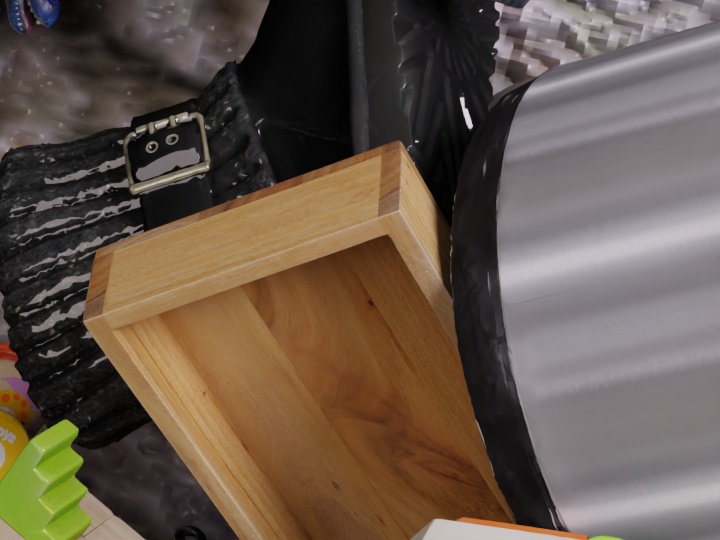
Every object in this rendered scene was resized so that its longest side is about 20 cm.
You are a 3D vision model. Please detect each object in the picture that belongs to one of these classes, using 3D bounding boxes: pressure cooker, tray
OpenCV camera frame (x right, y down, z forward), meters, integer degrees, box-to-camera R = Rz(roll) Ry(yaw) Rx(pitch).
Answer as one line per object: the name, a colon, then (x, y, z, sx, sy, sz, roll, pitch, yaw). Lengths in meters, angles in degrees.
pressure cooker: (0.144, 0.005, 0.663, 0.199, 0.176, 0.179, -14, 122, 27)
tray: (0.010, 0.058, 0.720, 0.098, 0.200, 0.037, -19, 37, 17)

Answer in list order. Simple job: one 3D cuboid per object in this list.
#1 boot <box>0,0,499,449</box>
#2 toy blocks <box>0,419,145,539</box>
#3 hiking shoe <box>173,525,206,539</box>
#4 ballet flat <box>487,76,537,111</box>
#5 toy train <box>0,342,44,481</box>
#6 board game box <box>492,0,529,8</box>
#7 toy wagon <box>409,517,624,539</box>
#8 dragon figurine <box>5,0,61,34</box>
boot: (-0.040, -0.054, 0.780, 0.157, 0.079, 0.212, -20, 48, 25)
toy blocks: (-0.090, 0.162, 0.713, 0.137, 0.100, 0.200, 39, 108, 7)
hiking shoe: (-0.090, 0.189, 0.802, 0.087, 0.074, 0.200, 40, 88, 29)
ballet flat: (0.000, 0.000, 0.801, 0.200, 0.046, 0.068, -29, 46, 16)
toy train: (-0.163, 0.038, 0.821, 0.200, 0.150, 0.056, 33, 71, 13)
board game box: (0.032, -0.189, 0.699, 0.199, 0.062, 0.201, 15, 88, -5)
toy wagon: (0.082, 0.148, 0.669, 0.200, 0.155, 0.040, 35, 52, -5)
dragon figurine: (-0.174, -0.153, 0.872, 0.099, 0.059, 0.200, -29, 64, 14)
